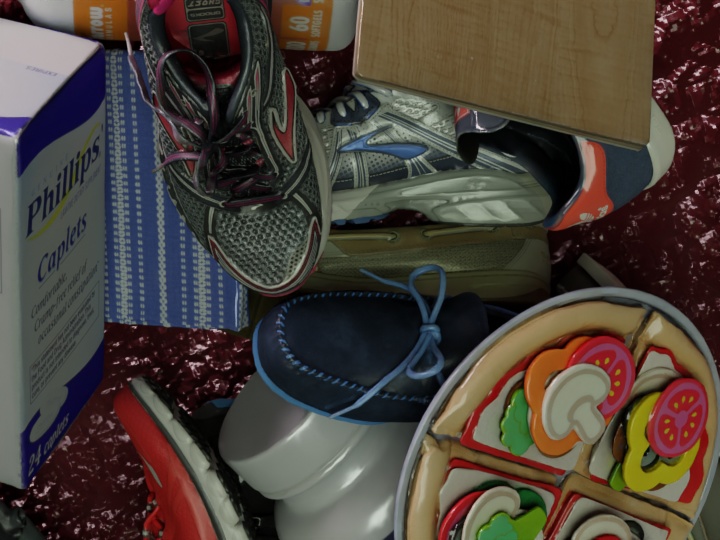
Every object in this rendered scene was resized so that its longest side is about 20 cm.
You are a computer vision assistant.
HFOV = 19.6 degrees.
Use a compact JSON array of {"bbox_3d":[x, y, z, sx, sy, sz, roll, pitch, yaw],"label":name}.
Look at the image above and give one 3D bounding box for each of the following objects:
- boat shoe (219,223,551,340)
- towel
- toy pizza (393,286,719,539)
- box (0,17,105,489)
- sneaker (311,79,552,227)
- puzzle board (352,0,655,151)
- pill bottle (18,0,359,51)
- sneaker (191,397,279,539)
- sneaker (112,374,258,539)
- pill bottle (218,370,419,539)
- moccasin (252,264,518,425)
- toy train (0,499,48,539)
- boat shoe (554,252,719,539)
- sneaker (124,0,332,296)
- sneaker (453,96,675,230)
[{"bbox_3d":[0.001,-0.001,1.097,0.200,0.063,0.073,0,154,0],"label":"boat shoe"},{"bbox_3d":[-0.150,-0.044,1.052,0.200,0.024,0.145,5,109,19],"label":"towel"},{"bbox_3d":[0.106,0.105,1.028,0.200,0.032,0.201,-13,116,-28],"label":"toy pizza"},{"bbox_3d":[-0.222,-0.022,0.998,0.184,0.105,0.200,14,124,13],"label":"box"},{"bbox_3d":[0.004,-0.070,1.070,0.200,0.077,0.085,-1,101,-11],"label":"sneaker"},{"bbox_3d":[0.072,-0.164,0.987,0.150,0.017,0.200,12,70,-20],"label":"puzzle board"},{"bbox_3d":[-0.100,-0.165,0.998,0.200,0.112,0.112,2,110,-4],"label":"pill bottle"},{"bbox_3d":[-0.066,0.169,1.140,0.073,0.082,0.200,-1,109,0],"label":"sneaker"},{"bbox_3d":[-0.091,0.153,1.069,0.085,0.077,0.200,-22,92,-2],"label":"sneaker"},{"bbox_3d":[0.025,0.127,1.102,0.120,0.120,0.200,-41,114,11],"label":"pill bottle"},{"bbox_3d":[0.045,0.035,1.032,0.200,0.068,0.081,4,68,-30],"label":"moccasin"},{"bbox_3d":[-0.189,0.200,1.132,0.114,0.085,0.200,-27,117,16],"label":"toy train"},{"bbox_3d":[0.158,0.080,1.128,0.060,0.072,0.202,-34,113,4],"label":"boat shoe"},{"bbox_3d":[-0.065,-0.069,0.950,0.080,0.075,0.200,-13,123,6],"label":"sneaker"},{"bbox_3d":[0.063,-0.106,1.015,0.084,0.075,0.200,-37,82,-22],"label":"sneaker"}]
